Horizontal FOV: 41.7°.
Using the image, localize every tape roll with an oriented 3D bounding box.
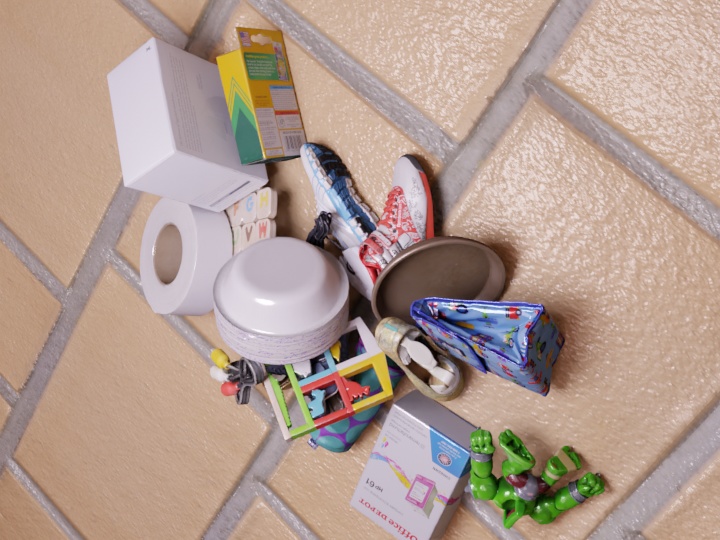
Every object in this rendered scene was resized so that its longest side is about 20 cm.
[{"bbox_3d":[-0.294,-0.024,1.581,0.202,0.070,0.205,-7,81,50],"label":"tape roll"}]

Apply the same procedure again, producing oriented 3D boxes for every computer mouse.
[{"bbox_3d":[0.000,0.000,1.439,0.199,0.044,0.110,35,138,1],"label":"computer mouse"}]

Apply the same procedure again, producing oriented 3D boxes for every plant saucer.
[{"bbox_3d":[0.110,0.020,1.355,0.200,0.199,0.030,-44,40,28],"label":"plant saucer"}]

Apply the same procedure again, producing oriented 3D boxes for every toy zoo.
[{"bbox_3d":[-0.039,0.152,1.379,0.199,0.020,0.132,-22,66,-4],"label":"toy zoo"}]

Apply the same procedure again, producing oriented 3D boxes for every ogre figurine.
[{"bbox_3d":[0.234,0.303,1.362,0.099,0.198,0.120,-106,34,-48],"label":"ogre figurine"}]

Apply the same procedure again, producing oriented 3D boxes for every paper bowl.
[{"bbox_3d":[-0.115,0.031,1.373,0.200,0.201,0.105,26,140,23],"label":"paper bowl"}]

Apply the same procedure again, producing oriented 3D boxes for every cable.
[{"bbox_3d":[-0.188,0.168,1.434,0.200,0.050,0.098,178,75,-71],"label":"cable"}]

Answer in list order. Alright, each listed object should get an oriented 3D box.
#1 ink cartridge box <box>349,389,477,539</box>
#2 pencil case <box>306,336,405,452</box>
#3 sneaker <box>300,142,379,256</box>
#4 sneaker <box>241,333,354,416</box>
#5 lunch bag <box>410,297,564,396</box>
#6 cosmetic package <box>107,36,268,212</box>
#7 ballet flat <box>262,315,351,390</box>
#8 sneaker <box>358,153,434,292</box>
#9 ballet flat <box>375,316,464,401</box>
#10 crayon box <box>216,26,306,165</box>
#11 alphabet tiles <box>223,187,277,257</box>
[{"bbox_3d":[0.089,0.312,1.461,0.144,0.084,0.201,30,114,21],"label":"ink cartridge box"},{"bbox_3d":[-0.010,0.198,1.496,0.092,0.085,0.201,36,115,3],"label":"pencil case"},{"bbox_3d":[-0.048,-0.104,1.471,0.086,0.075,0.201,-36,81,35],"label":"sneaker"},{"bbox_3d":[-0.097,0.168,1.458,0.201,0.077,0.147,-27,67,28],"label":"sneaker"},{"bbox_3d":[0.167,0.090,1.325,0.199,0.151,0.095,14,75,28],"label":"lunch bag"},{"bbox_3d":[-0.269,-0.220,1.469,0.122,0.199,0.201,-26,66,30],"label":"cosmetic package"},{"bbox_3d":[-0.089,0.137,1.542,0.200,0.063,0.069,-46,75,28],"label":"ballet flat"},{"bbox_3d":[0.049,-0.067,1.388,0.067,0.107,0.203,-6,93,66],"label":"sneaker"},{"bbox_3d":[0.099,0.138,1.372,0.070,0.071,0.200,-26,128,30],"label":"ballet flat"},{"bbox_3d":[-0.153,-0.269,1.466,0.051,0.125,0.202,-10,94,31],"label":"crayon box"},{"bbox_3d":[-0.200,-0.071,1.542,0.199,0.015,0.198,-10,75,49],"label":"alphabet tiles"}]
